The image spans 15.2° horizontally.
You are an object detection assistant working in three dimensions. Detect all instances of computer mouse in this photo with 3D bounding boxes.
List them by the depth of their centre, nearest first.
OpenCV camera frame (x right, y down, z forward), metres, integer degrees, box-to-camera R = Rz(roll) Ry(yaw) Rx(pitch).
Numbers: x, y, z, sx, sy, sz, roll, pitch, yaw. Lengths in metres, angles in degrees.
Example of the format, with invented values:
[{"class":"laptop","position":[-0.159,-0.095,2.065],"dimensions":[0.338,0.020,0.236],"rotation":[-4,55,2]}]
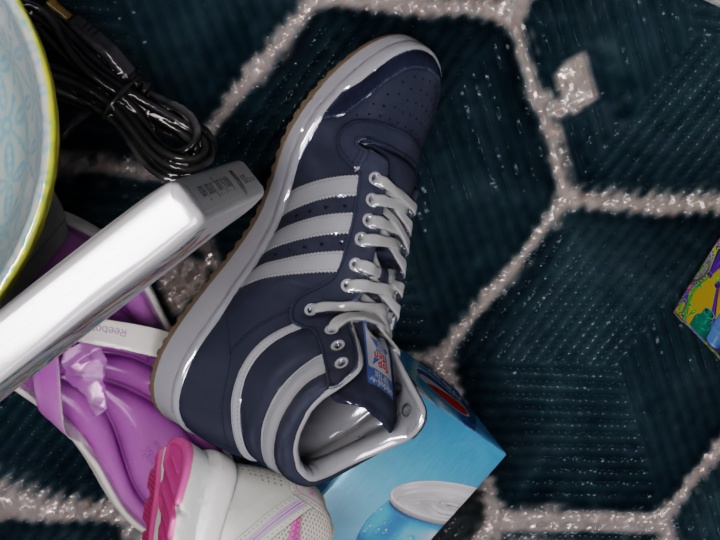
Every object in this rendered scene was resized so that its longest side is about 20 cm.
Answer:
[{"class":"computer mouse","position":[-0.162,-0.015,1.127],"dimensions":[0.110,0.044,0.200],"rotation":[42,97,-4]}]

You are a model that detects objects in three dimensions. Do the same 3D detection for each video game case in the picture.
[{"class":"video game case","position":[-0.130,0.027,1.068],"dimensions":[0.200,0.182,0.024],"rotation":[-38,90,7]}]

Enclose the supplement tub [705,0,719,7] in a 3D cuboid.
[{"class":"supplement tub","position":[0.203,-0.162,1.156],"dimensions":[0.200,0.132,0.132],"rotation":[20,107,-19]}]

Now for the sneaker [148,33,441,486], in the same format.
[{"class":"sneaker","position":[0.000,0.000,1.168],"dimensions":[0.070,0.108,0.200],"rotation":[33,88,-48]}]

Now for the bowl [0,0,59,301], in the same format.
[{"class":"bowl","position":[-0.208,-0.049,1.055],"dimensions":[0.200,0.108,0.200],"rotation":[0,88,4]}]

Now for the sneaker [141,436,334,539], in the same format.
[{"class":"sneaker","position":[-0.058,0.174,1.197],"dimensions":[0.088,0.081,0.200],"rotation":[6,110,-14]}]

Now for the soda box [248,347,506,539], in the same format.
[{"class":"soda box","position":[-0.028,0.130,1.272],"dimensions":[0.068,0.064,0.200],"rotation":[36,99,-34]}]

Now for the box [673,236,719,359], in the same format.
[{"class":"box","position":[0.281,0.004,1.256],"dimensions":[0.122,0.200,0.193],"rotation":[22,107,-31]}]

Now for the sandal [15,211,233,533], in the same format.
[{"class":"sandal","position":[-0.111,0.047,1.199],"dimensions":[0.082,0.050,0.203],"rotation":[-39,123,-2]}]
